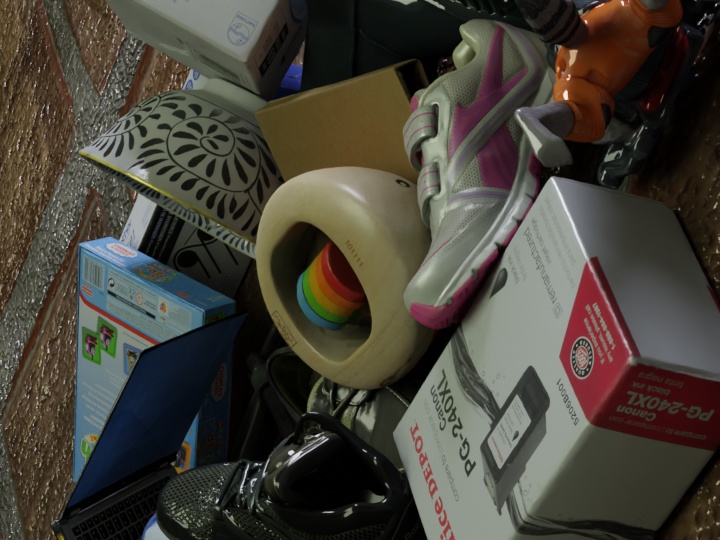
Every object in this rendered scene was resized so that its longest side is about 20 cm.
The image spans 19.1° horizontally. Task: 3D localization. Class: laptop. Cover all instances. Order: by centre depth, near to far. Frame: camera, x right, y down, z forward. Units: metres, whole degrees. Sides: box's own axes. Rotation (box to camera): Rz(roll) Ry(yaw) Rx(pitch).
[{"bbox_3d":[-0.113,0.153,1.443,0.115,0.187,0.201,-26,88,20],"label":"laptop"}]

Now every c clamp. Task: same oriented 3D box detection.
[{"bbox_3d":[-0.058,0.133,1.511,0.172,0.027,0.201,-65,30,28],"label":"c clamp"}]

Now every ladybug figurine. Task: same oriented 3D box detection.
[{"bbox_3d":[0.000,0.000,1.299,0.136,0.072,0.200,57,153,3],"label":"ladybug figurine"}]

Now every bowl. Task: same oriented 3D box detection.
[{"bbox_3d":[-0.088,-0.073,1.498,0.095,0.200,0.200,-61,26,-3],"label":"bowl"}]

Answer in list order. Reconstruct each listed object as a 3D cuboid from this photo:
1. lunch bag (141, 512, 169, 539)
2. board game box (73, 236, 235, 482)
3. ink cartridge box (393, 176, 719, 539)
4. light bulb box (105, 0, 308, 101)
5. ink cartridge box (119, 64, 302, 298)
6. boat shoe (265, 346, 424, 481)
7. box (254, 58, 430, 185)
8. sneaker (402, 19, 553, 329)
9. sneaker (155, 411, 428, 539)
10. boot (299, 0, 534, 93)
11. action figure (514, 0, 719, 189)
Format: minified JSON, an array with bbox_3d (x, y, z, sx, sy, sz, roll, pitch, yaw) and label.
[{"bbox_3d":[-0.077,0.241,1.355,0.075,0.159,0.202,-15,67,60],"label":"lunch bag"},{"bbox_3d":[-0.158,0.094,1.606,0.151,0.036,0.202,25,119,41],"label":"board game box"},{"bbox_3d":[0.107,0.077,1.134,0.201,0.083,0.146,-60,31,32],"label":"ink cartridge box"},{"bbox_3d":[-0.074,-0.238,1.447,0.201,0.124,0.198,-61,-3,-3],"label":"light bulb box"},{"bbox_3d":[-0.110,-0.069,1.622,0.201,0.093,0.044,-64,30,28],"label":"ink cartridge box"},{"bbox_3d":[-0.006,0.092,1.377,0.201,0.066,0.072,29,106,63],"label":"boat shoe"},{"bbox_3d":[0.015,-0.043,1.338,0.200,0.021,0.164,-8,109,63],"label":"box"},{"bbox_3d":[0.060,-0.058,1.204,0.082,0.088,0.201,106,-172,-61],"label":"sneaker"},{"bbox_3d":[-0.049,0.126,1.240,0.198,0.115,0.077,8,54,36],"label":"sneaker"},{"bbox_3d":[0.047,-0.132,1.340,0.077,0.199,0.169,-54,-28,-38],"label":"boot"},{"bbox_3d":[0.138,-0.144,1.112,0.193,0.104,0.201,-54,-11,-79],"label":"action figure"}]
